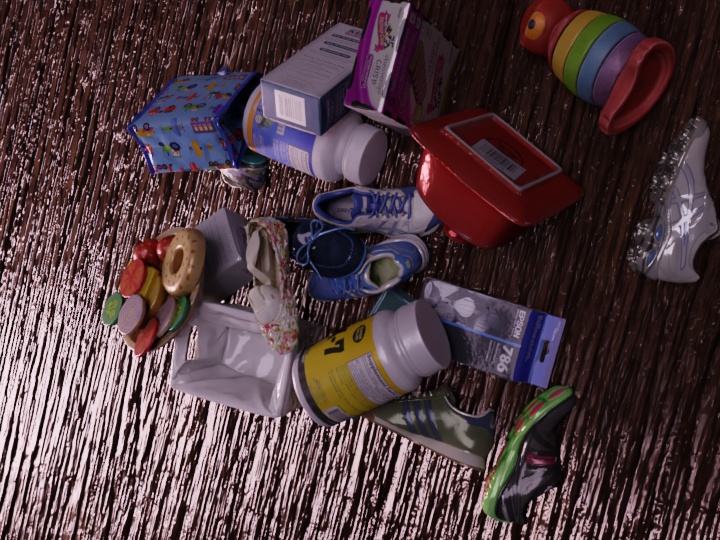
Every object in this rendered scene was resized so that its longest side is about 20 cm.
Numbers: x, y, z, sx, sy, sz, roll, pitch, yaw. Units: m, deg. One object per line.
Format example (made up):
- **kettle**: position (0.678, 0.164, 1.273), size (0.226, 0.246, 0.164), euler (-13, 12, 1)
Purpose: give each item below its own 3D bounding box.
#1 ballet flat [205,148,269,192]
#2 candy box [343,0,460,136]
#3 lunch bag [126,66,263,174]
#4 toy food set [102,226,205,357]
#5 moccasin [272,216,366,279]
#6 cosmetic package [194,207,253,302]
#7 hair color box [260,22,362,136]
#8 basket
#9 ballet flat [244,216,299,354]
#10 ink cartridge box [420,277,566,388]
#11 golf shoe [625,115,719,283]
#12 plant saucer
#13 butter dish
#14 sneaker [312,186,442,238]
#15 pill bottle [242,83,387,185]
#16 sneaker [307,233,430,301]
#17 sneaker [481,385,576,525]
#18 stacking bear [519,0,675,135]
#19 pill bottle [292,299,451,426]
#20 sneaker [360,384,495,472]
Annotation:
- **ballet flat**: position (-0.220, -0.177, 1.272), size (0.199, 0.072, 0.073), euler (33, 101, 30)
- **candy box**: position (0.060, -0.259, 1.076), size (0.060, 0.199, 0.139), euler (17, 96, 23)
- **lunch bag**: position (-0.238, -0.249, 1.235), size (0.147, 0.095, 0.202), euler (-1, 47, 17)
- **toy food set**: position (-0.300, 0.028, 1.197), size (0.198, 0.048, 0.201), euler (13, 79, 45)
- **moccasin**: position (-0.073, -0.034, 1.156), size (0.198, 0.068, 0.082), euler (10, 75, 50)
- **cosmetic package**: position (-0.252, 0.001, 1.266), size (0.198, 0.074, 0.103), euler (-33, 61, 18)
- **hair color box**: position (-0.042, -0.269, 1.129), size (0.099, 0.200, 0.061), euler (22, 137, 23)
- **basket**: position (-0.163, 0.125, 1.203), size (0.196, 0.123, 0.139), euler (11, 92, 25)
- **ballet flat**: position (-0.129, 0.016, 1.108), size (0.075, 0.063, 0.203), euler (-27, 60, 29)
- **ink cartridge box**: position (0.169, 0.083, 1.103), size (0.197, 0.039, 0.101), euler (16, 94, 23)
- **golf shoe**: position (0.402, -0.082, 0.997), size (0.095, 0.078, 0.204), euler (17, 101, 6)
- **plant saucer**: position (0.015, 0.118, 1.182), size (0.069, 0.019, 0.202), euler (34, 101, 21)
- **butter dish**: position (0.155, -0.099, 1.059), size (0.200, 0.198, 0.149), euler (43, 128, 19)
- **sneaker**: position (0.026, -0.082, 1.147), size (0.196, 0.088, 0.077), euler (-4, 84, 22)
- **pill bottle**: position (-0.064, -0.196, 1.177), size (0.197, 0.112, 0.114), euler (24, 97, 23)
- **sneaker**: position (0.000, 0.000, 1.149), size (0.197, 0.077, 0.077), euler (-21, 99, 30)
- **sneaker**: position (0.230, 0.240, 1.059), size (0.083, 0.077, 0.203), euler (27, 102, 5)
- **stacking bear**: position (0.284, -0.279, 1.029), size (0.200, 0.112, 0.123), euler (44, 129, 30)
- **pill bottle**: position (0.015, 0.123, 1.093), size (0.198, 0.114, 0.116), euler (-27, 77, 23)
- **sneaker**: position (0.097, 0.198, 1.122), size (0.197, 0.067, 0.091), euler (20, 82, 28)
